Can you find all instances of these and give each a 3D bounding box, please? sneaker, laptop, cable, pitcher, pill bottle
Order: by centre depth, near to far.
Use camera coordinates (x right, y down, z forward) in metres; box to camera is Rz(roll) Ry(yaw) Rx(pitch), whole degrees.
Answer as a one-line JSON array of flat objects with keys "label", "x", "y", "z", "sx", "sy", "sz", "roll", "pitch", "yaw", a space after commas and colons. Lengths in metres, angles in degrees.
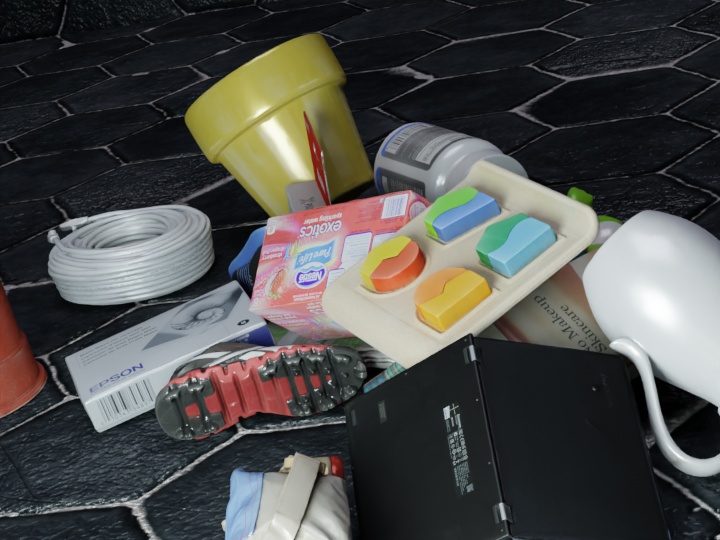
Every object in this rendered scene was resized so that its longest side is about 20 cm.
[{"label": "laptop", "x": 0.107, "y": 0.156, "z": 1.354, "sx": 0.200, "sy": 0.116, "sz": 0.188, "roll": -31, "pitch": 43, "yaw": 24}, {"label": "pitcher", "x": 0.261, "y": 0.059, "z": 1.435, "sx": 0.171, "sy": 0.121, "sz": 0.200, "roll": -33, "pitch": 69, "yaw": -30}, {"label": "sneaker", "x": -0.094, "y": 0.100, "z": 1.669, "sx": 0.200, "sy": 0.071, "sz": 0.098, "roll": -13, "pitch": 21, "yaw": 2}, {"label": "sneaker", "x": -0.094, "y": 0.014, "z": 1.881, "sx": 0.070, "sy": 0.078, "sz": 0.200, "roll": -14, "pitch": -14, "yaw": -13}, {"label": "pill bottle", "x": 0.107, "y": -0.104, "z": 2.062, "sx": 0.114, "sy": 0.114, "sz": 0.200, "roll": -19, "pitch": 21, "yaw": -21}, {"label": "cable", "x": -0.272, "y": -0.017, "z": 2.112, "sx": 0.199, "sy": 0.069, "sz": 0.200, "roll": -12, "pitch": 20, "yaw": -4}]

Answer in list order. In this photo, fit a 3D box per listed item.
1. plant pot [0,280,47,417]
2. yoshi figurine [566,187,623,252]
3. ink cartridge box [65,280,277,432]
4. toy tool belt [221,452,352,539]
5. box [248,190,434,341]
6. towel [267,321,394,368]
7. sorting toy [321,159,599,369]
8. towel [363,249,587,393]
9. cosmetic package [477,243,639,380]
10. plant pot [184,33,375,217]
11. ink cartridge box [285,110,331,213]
[{"label": "plant pot", "x": -0.446, "y": 0.047, "z": 1.837, "sx": 0.200, "sy": 0.196, "sz": 0.201, "roll": -10, "pitch": 20, "yaw": 4}, {"label": "yoshi figurine", "x": 0.203, "y": -0.029, "z": 1.794, "sx": 0.199, "sy": 0.113, "sz": 0.112, "roll": 13, "pitch": 47, "yaw": -18}, {"label": "ink cartridge box", "x": -0.199, "y": 0.076, "z": 1.806, "sx": 0.199, "sy": 0.041, "sz": 0.200, "roll": -25, "pitch": 20, "yaw": -10}, {"label": "toy tool belt", "x": -0.069, "y": 0.194, "z": 1.316, "sx": 0.122, "sy": 0.125, "sz": 0.200, "roll": -4, "pitch": 18, "yaw": -2}, {"label": "box", "x": 0.000, "y": 0.000, "z": 1.674, "sx": 0.200, "sy": 0.103, "sz": 0.095, "roll": -10, "pitch": -29, "yaw": 45}, {"label": "towel", "x": -0.017, "y": 0.069, "z": 1.789, "sx": 0.199, "sy": 0.031, "sz": 0.149, "roll": -6, "pitch": 18, "yaw": 23}, {"label": "sorting toy", "x": 0.078, "y": -0.010, "z": 1.496, "sx": 0.200, "sy": 0.037, "sz": 0.185, "roll": -42, "pitch": 34, "yaw": -13}, {"label": "towel", "x": 0.102, "y": 0.043, "z": 1.582, "sx": 0.200, "sy": 0.022, "sz": 0.147, "roll": -39, "pitch": -13, "yaw": 23}, {"label": "cosmetic package", "x": 0.167, "y": 0.067, "z": 1.529, "sx": 0.200, "sy": 0.087, "sz": 0.103, "roll": -28, "pitch": 64, "yaw": -36}, {"label": "plant pot", "x": -0.082, "y": -0.156, "z": 2.150, "sx": 0.200, "sy": 0.189, "sz": 0.201, "roll": -32, "pitch": -4, "yaw": -3}, {"label": "ink cartridge box", "x": -0.056, "y": -0.069, "z": 1.966, "sx": 0.043, "sy": 0.174, "sz": 0.200, "roll": -13, "pitch": 19, "yaw": -4}]
